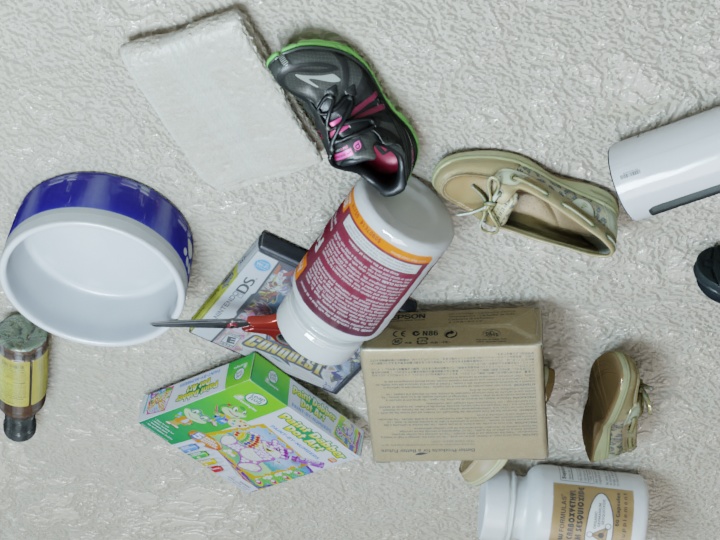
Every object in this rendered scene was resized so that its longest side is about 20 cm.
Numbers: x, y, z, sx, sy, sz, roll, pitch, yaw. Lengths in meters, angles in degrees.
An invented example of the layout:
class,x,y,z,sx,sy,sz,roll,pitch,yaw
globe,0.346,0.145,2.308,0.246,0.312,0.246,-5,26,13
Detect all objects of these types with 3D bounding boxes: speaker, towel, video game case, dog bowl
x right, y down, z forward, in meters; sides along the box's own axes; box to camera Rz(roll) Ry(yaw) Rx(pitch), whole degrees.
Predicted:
class,x,y,z,sx,sy,sz,roll,pitch,yaw
speaker,0.342,-0.115,1.422,0.200,0.081,0.081,-19,132,24
towel,-0.130,-0.163,1.460,0.132,0.035,0.200,-14,133,19
video game case,-0.067,0.053,1.694,0.200,0.026,0.181,25,134,-19
dog bowl,-0.282,-0.010,1.611,0.199,0.079,0.200,3,137,3

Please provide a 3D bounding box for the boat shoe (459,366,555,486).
class,x,y,z,sx,sy,sz,roll,pitch,yaw
boat shoe,0.159,0.178,1.774,0.065,0.072,0.200,22,130,-10

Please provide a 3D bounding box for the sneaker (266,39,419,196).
class,x,y,z,sx,sy,sz,roll,pitch,yaw
sneaker,-0.010,-0.145,1.425,0.077,0.084,0.200,-29,128,30

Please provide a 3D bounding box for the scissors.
class,x,y,z,sx,sy,sz,roll,pitch,yaw
scissors,-0.126,0.054,1.633,0.200,0.014,0.073,10,148,-31

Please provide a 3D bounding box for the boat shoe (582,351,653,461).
class,x,y,z,sx,sy,sz,roll,pitch,yaw
boat shoe,0.300,0.154,1.726,0.062,0.073,0.200,-5,149,-5

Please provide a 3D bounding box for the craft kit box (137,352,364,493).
class,x,y,z,sx,sy,sz,roll,pitch,yaw
craft kit box,-0.133,0.190,1.822,0.197,0.049,0.200,-25,131,34

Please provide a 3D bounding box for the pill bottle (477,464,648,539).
class,x,y,z,sx,sy,sz,roll,pitch,yaw
pill bottle,0.250,0.301,1.862,0.199,0.115,0.115,6,138,0

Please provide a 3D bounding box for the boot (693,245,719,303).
class,x,y,z,sx,sy,sz,roll,pitch,yaw
boot,0.432,0.061,1.604,0.199,0.077,0.168,6,134,-9

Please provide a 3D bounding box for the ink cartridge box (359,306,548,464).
class,x,y,z,sx,sy,sz,roll,pitch,yaw
ink cartridge box,0.107,0.129,1.663,0.199,0.075,0.165,-2,124,7

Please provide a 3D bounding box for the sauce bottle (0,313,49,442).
class,x,y,z,sx,sy,sz,roll,pitch,yaw
sauce bottle,-0.408,0.134,1.794,0.065,0.065,0.200,11,137,-6

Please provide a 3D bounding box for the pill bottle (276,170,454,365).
class,x,y,z,sx,sy,sz,roll,pitch,yaw
pill bottle,0.000,0.000,1.546,0.114,0.114,0.200,24,127,-18

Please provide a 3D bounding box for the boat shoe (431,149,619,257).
class,x,y,z,sx,sy,sz,roll,pitch,yaw
boat shoe,0.168,-0.066,1.507,0.199,0.063,0.073,13,138,-7
